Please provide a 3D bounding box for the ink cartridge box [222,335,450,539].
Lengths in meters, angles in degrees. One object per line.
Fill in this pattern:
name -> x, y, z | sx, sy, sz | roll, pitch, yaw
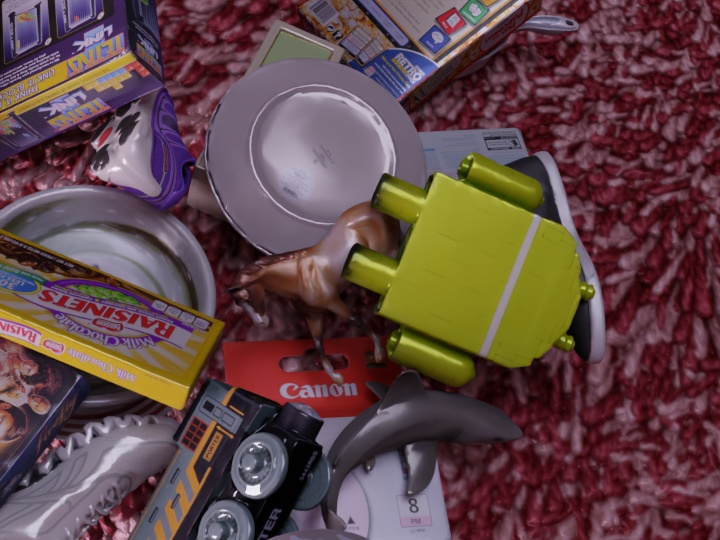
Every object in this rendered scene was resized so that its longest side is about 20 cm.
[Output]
ink cartridge box -> -0.024, 0.137, 0.925 | 0.162, 0.057, 0.200 | -1, 64, -16

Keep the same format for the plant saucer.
plant saucer -> -0.218, 0.026, 0.908 | 0.200, 0.050, 0.200 | 8, 57, -12

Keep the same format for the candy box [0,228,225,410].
candy box -> -0.206, 0.031, 0.837 | 0.200, 0.026, 0.102 | 23, 29, -2

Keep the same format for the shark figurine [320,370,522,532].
shark figurine -> 0.021, 0.123, 0.872 | 0.128, 0.090, 0.214 | 37, 45, 26

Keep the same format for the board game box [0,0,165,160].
board game box -> -0.273, -0.199, 0.991 | 0.200, 0.057, 0.165 | -20, 61, 17

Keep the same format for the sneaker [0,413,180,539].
sneaker -> -0.215, 0.170, 0.827 | 0.200, 0.075, 0.081 | -23, 53, -19

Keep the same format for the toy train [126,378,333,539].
toy train -> -0.102, 0.175, 0.817 | 0.114, 0.085, 0.200 | 27, 89, 37

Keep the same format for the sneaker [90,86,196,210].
sneaker -> -0.183, -0.103, 0.988 | 0.083, 0.081, 0.200 | 43, 15, -24

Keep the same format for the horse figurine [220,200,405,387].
horse figurine -> 0.000, 0.000, 0.936 | 0.200, 0.050, 0.133 | -41, 102, -8

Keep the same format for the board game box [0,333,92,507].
board game box -> -0.303, 0.123, 0.786 | 0.135, 0.035, 0.200 | 29, 66, 12

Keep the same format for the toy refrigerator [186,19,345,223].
toy refrigerator -> -0.086, -0.139, 1.063 | 0.076, 0.070, 0.200 | 24, 56, -1

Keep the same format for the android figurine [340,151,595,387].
android figurine -> 0.091, 0.002, 0.907 | 0.200, 0.041, 0.182 | 21, 85, -8

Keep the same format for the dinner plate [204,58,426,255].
dinner plate -> -0.034, -0.098, 0.988 | 0.200, 0.024, 0.200 | 5, 72, -14

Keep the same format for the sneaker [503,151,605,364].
sneaker -> 0.141, -0.004, 0.978 | 0.099, 0.071, 0.200 | -12, 67, -9

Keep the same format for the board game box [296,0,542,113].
board game box -> 0.060, -0.266, 1.151 | 0.200, 0.046, 0.152 | -38, 74, -6

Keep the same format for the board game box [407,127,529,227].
board game box -> 0.104, -0.034, 1.057 | 0.147, 0.064, 0.200 | -5, 60, -18

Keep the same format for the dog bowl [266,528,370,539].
dog bowl -> -0.040, 0.262, 0.766 | 0.200, 0.200, 0.059 | -9, 29, -21

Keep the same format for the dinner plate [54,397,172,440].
dinner plate -> -0.227, 0.050, 0.934 | 0.200, 0.024, 0.200 | 7, 58, -11

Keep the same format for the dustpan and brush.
dustpan and brush -> 0.129, -0.257, 1.202 | 0.200, 0.057, 0.140 | 6, 58, -13
